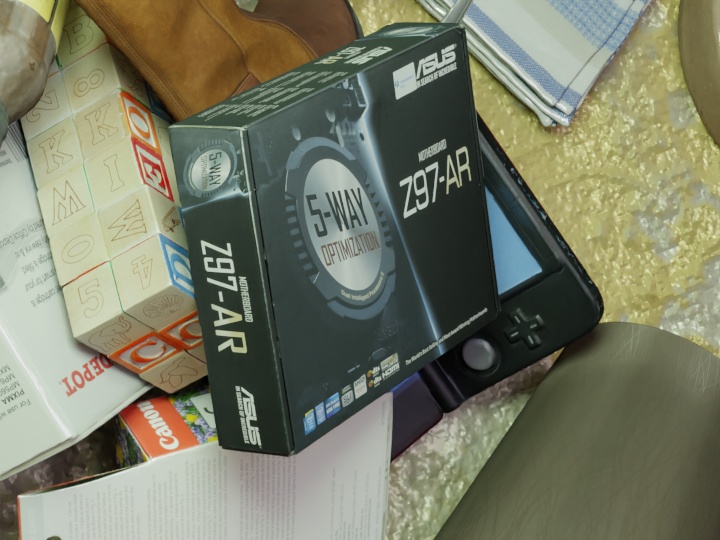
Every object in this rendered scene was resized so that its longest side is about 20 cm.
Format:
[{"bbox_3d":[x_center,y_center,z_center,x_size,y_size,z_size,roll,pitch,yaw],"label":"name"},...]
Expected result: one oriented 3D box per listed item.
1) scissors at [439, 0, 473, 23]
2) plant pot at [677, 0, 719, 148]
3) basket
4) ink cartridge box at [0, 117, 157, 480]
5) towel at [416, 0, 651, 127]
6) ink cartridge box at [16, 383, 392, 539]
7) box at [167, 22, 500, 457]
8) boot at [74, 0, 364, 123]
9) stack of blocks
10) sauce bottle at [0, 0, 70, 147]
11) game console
[{"bbox_3d":[0.008,-0.063,1.250,0.200,0.014,0.073,-41,94,2],"label":"scissors"},{"bbox_3d":[0.323,-0.150,1.447,0.200,0.175,0.200,7,76,-28],"label":"plant pot"},{"bbox_3d":[0.132,0.140,1.299,0.180,0.136,0.200,34,61,-12],"label":"basket"},{"bbox_3d":[-0.190,-0.006,1.146,0.200,0.084,0.144,59,22,-3],"label":"ink cartridge box"},{"bbox_3d":[0.115,-0.198,1.432,0.147,0.024,0.200,42,60,-11],"label":"towel"},{"bbox_3d":[-0.083,0.115,1.196,0.200,0.050,0.109,-14,127,-23],"label":"ink cartridge box"},{"bbox_3d":[-0.007,-0.021,1.155,0.200,0.044,0.160,-30,118,-52],"label":"box"},{"bbox_3d":[-0.079,-0.140,1.174,0.200,0.068,0.188,54,39,-37],"label":"boot"},{"bbox_3d":[-0.108,-0.043,1.182,0.115,0.059,0.200,35,31,-54],"label":"stack of blocks"},{"bbox_3d":[-0.170,-0.114,1.101,0.065,0.065,0.200,27,48,-20],"label":"sauce bottle"},{"bbox_3d":[0.000,0.000,1.271,0.200,0.172,0.119,55,33,-7],"label":"game console"}]
